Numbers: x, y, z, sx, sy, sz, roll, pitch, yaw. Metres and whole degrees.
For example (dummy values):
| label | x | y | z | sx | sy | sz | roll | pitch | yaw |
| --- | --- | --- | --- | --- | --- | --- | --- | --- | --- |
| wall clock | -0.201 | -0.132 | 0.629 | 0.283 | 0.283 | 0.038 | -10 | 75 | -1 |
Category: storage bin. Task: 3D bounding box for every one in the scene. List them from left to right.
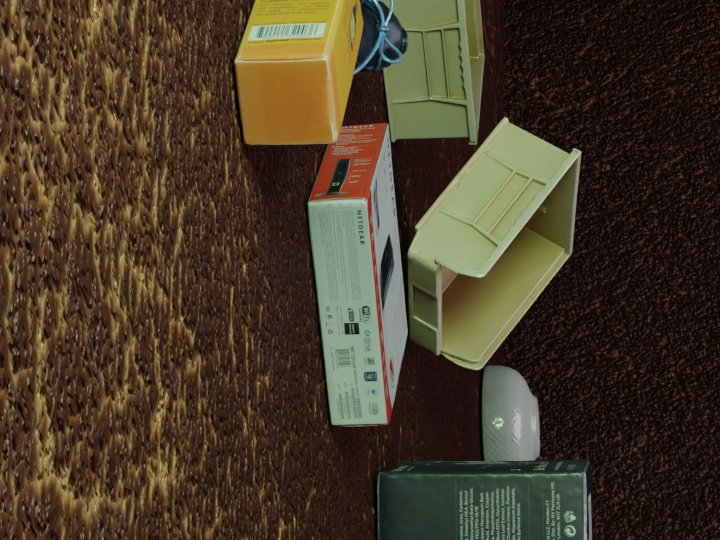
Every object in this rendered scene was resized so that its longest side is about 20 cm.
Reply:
| label | x | y | z | sx | sy | sz | roll | pitch | yaw |
| --- | --- | --- | --- | --- | --- | --- | --- | --- | --- |
| storage bin | 0.077 | -0.268 | 2.169 | 0.200 | 0.093 | 0.199 | -80 | 166 | -56 |
| storage bin | 0.138 | -0.023 | 2.165 | 0.199 | 0.094 | 0.200 | -51 | 160 | -23 |

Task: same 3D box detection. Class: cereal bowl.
| label | x | y | z | sx | sy | sz | roll | pitch | yaw |
| --- | --- | --- | --- | --- | --- | --- | --- | --- | --- |
| cereal bowl | 0.242 | 0.251 | 3.247 | 0.200 | 0.083 | 0.201 | -3 | 90 | -82 |

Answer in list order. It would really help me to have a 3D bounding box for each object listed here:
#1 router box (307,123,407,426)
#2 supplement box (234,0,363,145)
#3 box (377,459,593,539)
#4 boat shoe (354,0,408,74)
| label | x | y | z | sx | sy | sz | roll | pitch | yaw |
| --- | --- | --- | --- | --- | --- | --- | --- | --- | --- |
| router box | 0.000 | 0.000 | 1.688 | 0.180 | 0.049 | 0.201 | -75 | 161 | -65 |
| supplement box | -0.039 | -0.159 | 1.395 | 0.200 | 0.069 | 0.067 | -76 | 163 | -59 |
| box | 0.126 | 0.246 | 1.976 | 0.197 | 0.199 | 0.118 | 17 | 71 | -82 |
| boat shoe | 0.003 | -0.205 | 1.697 | 0.200 | 0.068 | 0.084 | -55 | 142 | -77 |
